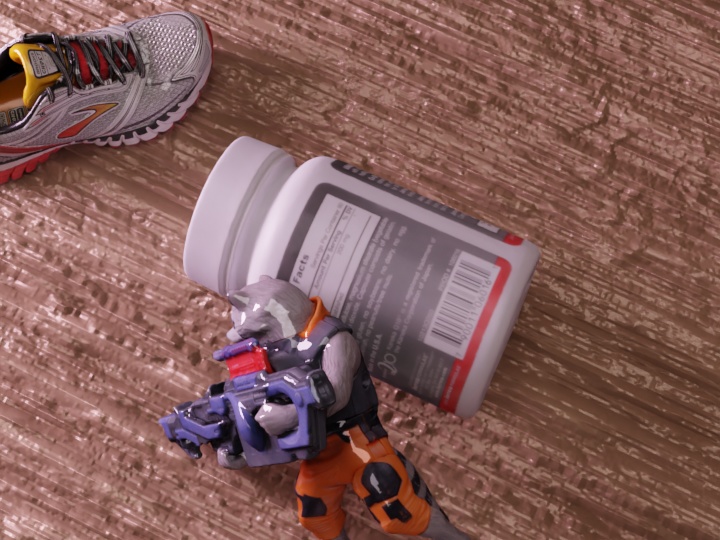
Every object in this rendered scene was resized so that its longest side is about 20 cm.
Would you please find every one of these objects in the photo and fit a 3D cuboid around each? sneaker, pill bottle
[{"bbox_3d":[-0.189,-0.120,0.859,0.198,0.082,0.079,-25,73,-8],"label":"sneaker"},{"bbox_3d":[0.000,0.000,0.799,0.198,0.114,0.115,23,73,9],"label":"pill bottle"}]

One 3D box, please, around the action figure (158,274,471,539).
[{"bbox_3d":[-0.030,0.092,0.760,0.104,0.199,0.196,-32,105,-32],"label":"action figure"}]
